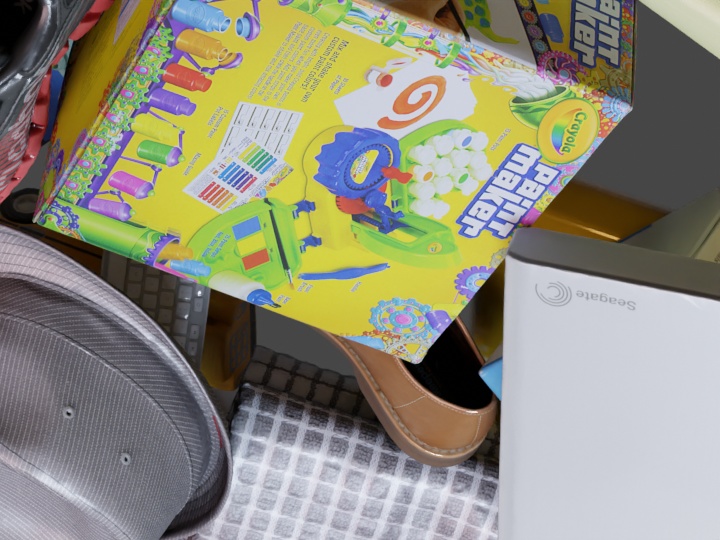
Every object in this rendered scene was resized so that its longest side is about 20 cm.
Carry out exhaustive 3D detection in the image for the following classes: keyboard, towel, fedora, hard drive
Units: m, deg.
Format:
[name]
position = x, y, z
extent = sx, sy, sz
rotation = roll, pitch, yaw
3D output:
[keyboard]
position = -0.106, 0.025, 1.376
extent = 0.056, 0.011, 0.201
rotation = 6, 96, -15
[towel]
position = -0.010, 0.155, 1.388
extent = 0.165, 0.086, 0.200
rotation = 16, 117, -4
[fedora]
position = -0.158, 0.081, 1.280
extent = 0.177, 0.090, 0.200
rotation = -25, 118, 38
[hard drive]
position = 0.126, 0.079, 1.201
extent = 0.132, 0.027, 0.200
rotation = 11, 129, 15

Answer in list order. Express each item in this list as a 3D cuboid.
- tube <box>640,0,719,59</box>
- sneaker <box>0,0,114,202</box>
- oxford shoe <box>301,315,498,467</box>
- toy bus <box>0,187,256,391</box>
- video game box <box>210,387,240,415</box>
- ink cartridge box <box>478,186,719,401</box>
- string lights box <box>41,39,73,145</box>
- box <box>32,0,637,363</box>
[tube]
position = 0.138, -0.129, 1.142
extent = 0.200, 0.058, 0.052
rotation = 37, 102, 1
[sneaker]
position = -0.168, -0.088, 1.181
extent = 0.071, 0.098, 0.201
rotation = 38, 125, 7
[oxford shoe]
position = 0.000, 0.000, 1.312
extent = 0.200, 0.071, 0.071
rotation = 47, 156, 7
[toy bus]
position = -0.155, 0.014, 1.440
extent = 0.200, 0.078, 0.065
rotation = 19, 132, 21
[video game box]
position = -0.063, 0.150, 1.505
extent = 0.200, 0.047, 0.183
rotation = -2, 123, 35
[ink cartridge box]
position = 0.177, 0.075, 1.257
extent = 0.200, 0.084, 0.145
rotation = 50, 135, -10
[string lights box]
position = -0.141, -0.136, 1.331
extent = 0.103, 0.059, 0.200
rotation = 50, 135, -9
[box]
position = -0.011, -0.086, 1.187
extent = 0.192, 0.122, 0.200
rotation = 21, 138, -17
